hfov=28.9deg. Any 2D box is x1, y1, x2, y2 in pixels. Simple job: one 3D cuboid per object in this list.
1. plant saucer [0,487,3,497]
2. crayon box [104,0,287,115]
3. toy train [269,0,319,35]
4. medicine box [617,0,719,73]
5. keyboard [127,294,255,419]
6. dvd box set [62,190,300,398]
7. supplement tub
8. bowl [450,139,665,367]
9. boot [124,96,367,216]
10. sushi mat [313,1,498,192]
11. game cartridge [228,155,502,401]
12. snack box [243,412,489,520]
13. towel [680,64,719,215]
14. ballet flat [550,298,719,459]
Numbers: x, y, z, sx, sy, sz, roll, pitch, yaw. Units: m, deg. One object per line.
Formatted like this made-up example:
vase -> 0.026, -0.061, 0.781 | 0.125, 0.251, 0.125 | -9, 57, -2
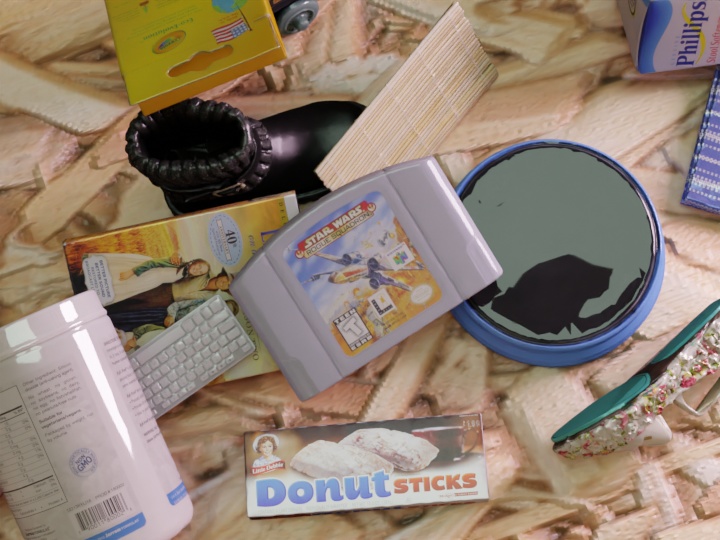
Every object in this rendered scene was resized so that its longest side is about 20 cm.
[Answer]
plant saucer -> -0.374, 0.134, 1.136 | 0.199, 0.051, 0.202 | 9, 54, -13
crayon box -> -0.137, -0.206, 1.113 | 0.126, 0.051, 0.201 | -21, 52, 3
toy train -> -0.118, -0.239, 1.232 | 0.199, 0.114, 0.086 | -29, 73, -6
medicine box -> 0.323, -0.284, 1.213 | 0.198, 0.103, 0.183 | -7, 60, 1
keyboard -> -0.183, 0.098, 1.158 | 0.199, 0.011, 0.056 | -35, 99, 3
dvd box set -> -0.136, 0.025, 1.169 | 0.198, 0.029, 0.147 | -11, 99, -1
supplement tub -> -0.225, 0.131, 1.092 | 0.131, 0.132, 0.201 | -23, 91, -4
bowl -> 0.163, -0.019, 1.192 | 0.199, 0.039, 0.202 | -1, 73, 2
boot -> -0.083, -0.107, 1.167 | 0.210, 0.158, 0.080 | -23, 73, -4
sushi mat -> 0.043, -0.130, 1.208 | 0.200, 0.096, 0.012 | -51, 43, -11
game cartridge -> 0.000, 0.000, 1.139 | 0.199, 0.042, 0.134 | -33, 103, 0
snack box -> 0.004, 0.162, 1.152 | 0.198, 0.024, 0.072 | -5, 74, 1
towel -> 0.372, -0.129, 1.228 | 0.144, 0.024, 0.201 | 17, 76, 5
ballet flat -> 0.248, 0.102, 1.137 | 0.200, 0.076, 0.064 | -38, 91, -5
